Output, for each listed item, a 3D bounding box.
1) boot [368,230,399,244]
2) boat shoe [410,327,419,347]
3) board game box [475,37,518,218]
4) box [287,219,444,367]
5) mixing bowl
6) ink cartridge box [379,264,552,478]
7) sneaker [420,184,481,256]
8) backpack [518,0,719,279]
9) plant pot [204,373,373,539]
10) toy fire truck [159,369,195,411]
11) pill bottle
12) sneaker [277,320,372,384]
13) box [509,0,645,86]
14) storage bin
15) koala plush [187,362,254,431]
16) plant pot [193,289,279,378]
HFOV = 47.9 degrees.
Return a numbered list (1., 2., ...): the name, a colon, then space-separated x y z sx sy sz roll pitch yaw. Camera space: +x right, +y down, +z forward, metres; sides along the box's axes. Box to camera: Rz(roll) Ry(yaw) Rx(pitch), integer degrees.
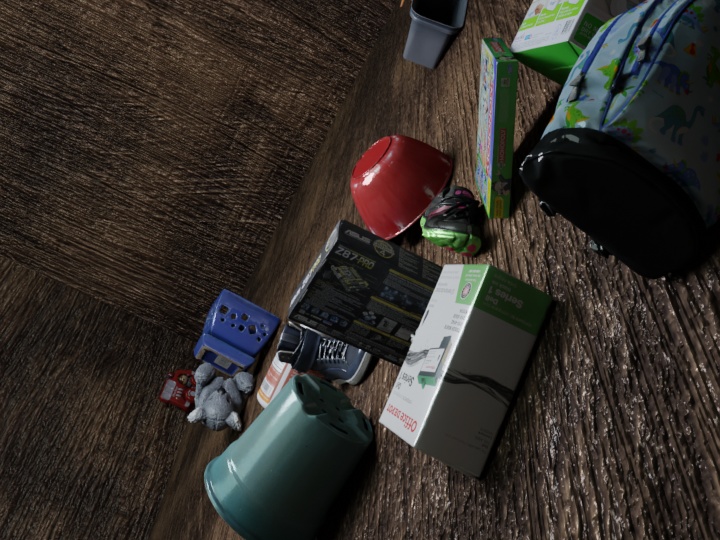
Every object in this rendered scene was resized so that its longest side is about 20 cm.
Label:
1. boot: 0.000 -0.001 1.556 0.200 0.065 0.166 -47 14 47
2. boat shoe: 0.088 0.104 0.990 0.201 0.067 0.074 -64 13 4
3. board game box: 0.176 -0.187 1.059 0.135 0.029 0.202 -89 -2 -63
4. box: 0.023 0.039 1.081 0.162 0.198 0.049 -55 17 39
5. mixing bowl: 0.055 -0.163 1.424 0.200 0.108 0.201 -40 22 20
6. ink cartridge box: 0.108 0.102 0.876 0.202 0.084 0.146 -66 12 -6
7. sneaker: 0.130 -0.078 1.147 0.200 0.076 0.085 -113 45 -72
8. backpack: 0.238 -0.126 0.653 0.153 0.162 0.201 -34 26 51
9. plant pot: -0.094 0.272 1.188 0.197 0.199 0.201 -54 15 13
10. toy fire truck: -0.809 0.532 3.683 0.112 0.166 0.201 -52 18 44
11. pill bottle: -0.112 0.183 1.580 0.202 0.111 0.112 -63 13 7
12. sneaker: -0.064 0.137 1.393 0.202 0.145 0.078 -36 29 63
13. box: 0.276 -0.319 0.946 0.178 0.096 0.200 -64 12 5
14. storage bin: 0.155 -0.574 1.873 0.135 0.144 0.201 114 172 -47
15. koala plush: -0.398 0.389 2.286 0.200 0.175 0.186 -121 46 -75
16. plant pot: -0.381 0.202 2.426 0.181 0.198 0.200 -66 10 -29
